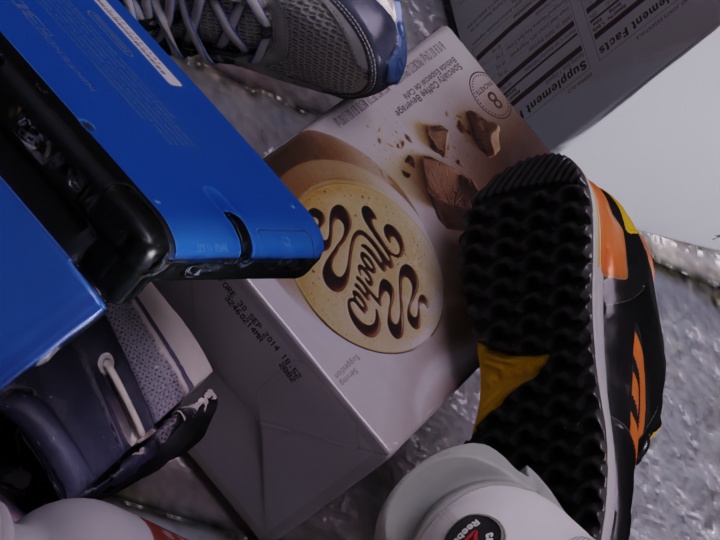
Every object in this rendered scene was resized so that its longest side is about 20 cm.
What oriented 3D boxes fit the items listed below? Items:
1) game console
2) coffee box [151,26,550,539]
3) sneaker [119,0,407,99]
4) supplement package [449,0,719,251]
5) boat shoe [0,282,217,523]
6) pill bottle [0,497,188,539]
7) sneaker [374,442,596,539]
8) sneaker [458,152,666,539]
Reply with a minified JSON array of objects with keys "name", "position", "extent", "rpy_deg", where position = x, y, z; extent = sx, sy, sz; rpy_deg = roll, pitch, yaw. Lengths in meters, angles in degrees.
[{"name":"game console","position":[-0.140,-0.036,0.762],"extent":[0.200,0.118,0.171],"rpy_deg":[48,20,19]},{"name":"coffee box","position":[0.000,0.000,0.929],"extent":[0.113,0.080,0.200],"rpy_deg":[51,39,0]},{"name":"sneaker","position":[-0.076,-0.105,0.913],"extent":[0.200,0.077,0.085],"rpy_deg":[26,48,23]},{"name":"supplement package","position":[0.143,-0.141,1.120],"extent":[0.152,0.151,0.200],"rpy_deg":[12,53,-38]},{"name":"boat shoe","position":[-0.136,-0.003,0.804],"extent":[0.200,0.075,0.093],"rpy_deg":[49,34,-1]},{"name":"pill bottle","position":[-0.064,0.138,0.735],"extent":[0.200,0.112,0.112],"rpy_deg":[30,44,-25]},{"name":"sneaker","position":[0.086,0.138,0.762],"extent":[0.200,0.074,0.089],"rpy_deg":[39,4,-39]},{"name":"sneaker","position":[0.082,0.061,0.867],"extent":[0.090,0.070,0.200],"rpy_deg":[29,56,-45]}]
